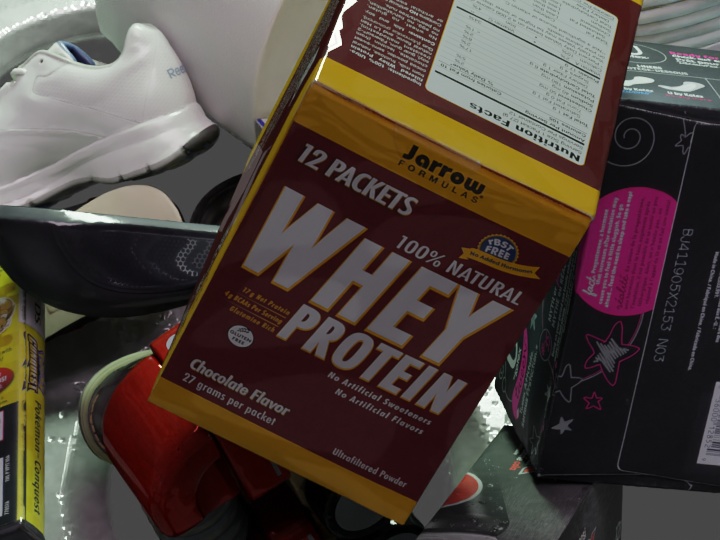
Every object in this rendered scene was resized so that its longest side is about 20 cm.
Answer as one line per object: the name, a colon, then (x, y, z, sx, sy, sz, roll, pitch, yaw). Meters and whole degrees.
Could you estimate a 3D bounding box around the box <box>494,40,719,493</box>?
box: (0.155, -0.004, 1.428, 0.131, 0.201, 0.115, 6, 22, -12)

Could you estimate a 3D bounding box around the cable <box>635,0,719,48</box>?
cable: (0.220, -0.179, 1.580, 0.200, 0.070, 0.200, -36, 16, -30)

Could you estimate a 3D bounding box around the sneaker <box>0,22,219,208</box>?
sneaker: (-0.177, -0.078, 1.591, 0.199, 0.074, 0.088, -18, 93, 17)

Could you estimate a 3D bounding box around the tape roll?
tape roll: (-0.033, -0.171, 1.617, 0.202, 0.203, 0.139, -37, 56, -25)

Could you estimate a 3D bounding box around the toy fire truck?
toy fire truck: (-0.092, 0.117, 1.426, 0.199, 0.176, 0.129, -34, 46, -8)

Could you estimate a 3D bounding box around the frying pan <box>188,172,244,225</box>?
frying pan: (-0.005, -0.013, 1.607, 0.189, 0.031, 0.115, -4, 50, -15)

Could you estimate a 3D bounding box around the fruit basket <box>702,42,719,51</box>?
fruit basket: (0.239, -0.056, 1.537, 0.184, 0.201, 0.094, -20, 33, -14)

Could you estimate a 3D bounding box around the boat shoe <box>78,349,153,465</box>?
boat shoe: (-0.051, 0.054, 1.514, 0.199, 0.073, 0.075, -27, 100, -11)

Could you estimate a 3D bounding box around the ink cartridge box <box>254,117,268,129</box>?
ink cartridge box: (0.036, -0.054, 1.586, 0.199, 0.037, 0.095, -8, 46, -43)

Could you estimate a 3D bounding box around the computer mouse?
computer mouse: (-0.099, 0.000, 1.461, 0.199, 0.138, 0.053, 5, 91, -22)

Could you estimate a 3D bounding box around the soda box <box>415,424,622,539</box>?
soda box: (0.075, 0.141, 1.401, 0.070, 0.064, 0.200, 6, 18, 17)

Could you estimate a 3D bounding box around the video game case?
video game case: (-0.250, 0.092, 1.472, 0.199, 0.026, 0.182, -22, 49, 20)

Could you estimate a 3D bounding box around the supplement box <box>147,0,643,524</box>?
supplement box: (0.019, -0.037, 1.302, 0.132, 0.198, 0.200, 26, 36, -5)

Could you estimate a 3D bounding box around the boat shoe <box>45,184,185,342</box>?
boat shoe: (-0.190, 0.012, 1.572, 0.200, 0.063, 0.074, -23, 85, -4)
